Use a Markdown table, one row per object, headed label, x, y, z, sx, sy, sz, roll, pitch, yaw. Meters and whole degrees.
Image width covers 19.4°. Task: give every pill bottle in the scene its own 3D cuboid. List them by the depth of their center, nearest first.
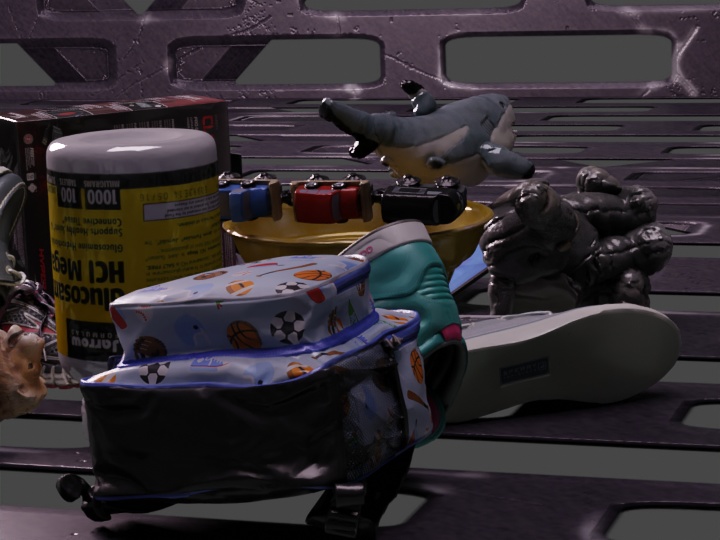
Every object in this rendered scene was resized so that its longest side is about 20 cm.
| label | x | y | z | sx | sy | sz | roll | pitch | yaw |
| --- | --- | --- | --- | --- | --- | --- | --- | --- | --- |
| pill bottle | -0.146 | 0.011 | 1.392 | 0.112 | 0.200 | 0.112 | -2 | 10 | 0 |

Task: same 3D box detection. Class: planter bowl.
| label | x | y | z | sx | sy | sz | roll | pitch | yaw |
| --- | --- | --- | --- | --- | --- | --- | --- | --- | --- |
| planter bowl | 0.000 | 0.000 | 1.571 | 0.200 | 0.084 | 0.200 | -3 | 11 | 0 |

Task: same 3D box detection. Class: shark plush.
| label | x | y | z | sx | sy | sz | roll | pitch | yaw |
| --- | --- | --- | --- | --- | --- | --- | --- | --- | --- |
| shark plush | 0.042 | -0.108 | 1.645 | 0.200 | 0.083 | 0.091 | 3 | -13 | -30 |

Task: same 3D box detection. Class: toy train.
| label | x | y | z | sx | sy | sz | roll | pitch | yaw |
| --- | --- | --- | --- | --- | --- | --- | --- | --- | --- |
| toy train | -0.024 | -0.048 | 1.491 | 0.200 | 0.034 | 0.046 | 2 | 24 | 16 |

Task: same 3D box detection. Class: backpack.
| label | x | y | z | sx | sy | sz | roll | pitch | yaw |
| --- | --- | --- | --- | --- | --- | --- | --- | --- | --- |
| backpack | -0.052 | 0.068 | 1.230 | 0.200 | 0.154 | 0.190 | 1 | 3 | 25 |

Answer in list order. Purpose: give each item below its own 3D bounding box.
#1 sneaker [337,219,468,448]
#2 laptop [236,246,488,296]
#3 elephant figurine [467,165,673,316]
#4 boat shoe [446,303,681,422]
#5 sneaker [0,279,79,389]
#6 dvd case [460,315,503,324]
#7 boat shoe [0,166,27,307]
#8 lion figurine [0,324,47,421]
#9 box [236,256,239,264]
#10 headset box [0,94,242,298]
| label | x | y | z | sx | sy | sz | roll | pitch | yaw |
| --- | --- | --- | --- | --- | --- | --- | --- | --- | --- |
| sneaker | -0.001 | 0.071 | 1.371 | 0.084 | 0.121 | 0.200 | -4 | -32 | -46 |
| laptop | 0.001 | -0.026 | 1.811 | 0.200 | 0.103 | 0.177 | 28 | -9 | -33 |
| elephant figurine | 0.138 | -0.023 | 1.679 | 0.200 | 0.155 | 0.142 | 0 | 28 | -42 |
| boat shoe | 0.119 | 0.054 | 1.448 | 0.201 | 0.070 | 0.072 | -9 | 22 | -17 |
| sneaker | -0.236 | 0.045 | 1.575 | 0.200 | 0.075 | 0.081 | 3 | 12 | 24 |
| dvd case | 0.047 | 0.059 | 1.580 | 0.200 | 0.025 | 0.150 | -1 | 10 | 12 |
| boat shoe | -0.276 | 0.015 | 1.537 | 0.062 | 0.200 | 0.073 | 15 | -31 | 7 |
| lion figurine | -0.293 | 0.080 | 1.398 | 0.072 | 0.123 | 0.200 | -35 | 7 | 35 |
| box | -0.175 | 0.029 | 1.736 | 0.160 | 0.044 | 0.200 | -3 | 10 | -5 |
| headset box | -0.187 | -0.060 | 1.685 | 0.200 | 0.149 | 0.075 | -7 | 12 | -27 |
